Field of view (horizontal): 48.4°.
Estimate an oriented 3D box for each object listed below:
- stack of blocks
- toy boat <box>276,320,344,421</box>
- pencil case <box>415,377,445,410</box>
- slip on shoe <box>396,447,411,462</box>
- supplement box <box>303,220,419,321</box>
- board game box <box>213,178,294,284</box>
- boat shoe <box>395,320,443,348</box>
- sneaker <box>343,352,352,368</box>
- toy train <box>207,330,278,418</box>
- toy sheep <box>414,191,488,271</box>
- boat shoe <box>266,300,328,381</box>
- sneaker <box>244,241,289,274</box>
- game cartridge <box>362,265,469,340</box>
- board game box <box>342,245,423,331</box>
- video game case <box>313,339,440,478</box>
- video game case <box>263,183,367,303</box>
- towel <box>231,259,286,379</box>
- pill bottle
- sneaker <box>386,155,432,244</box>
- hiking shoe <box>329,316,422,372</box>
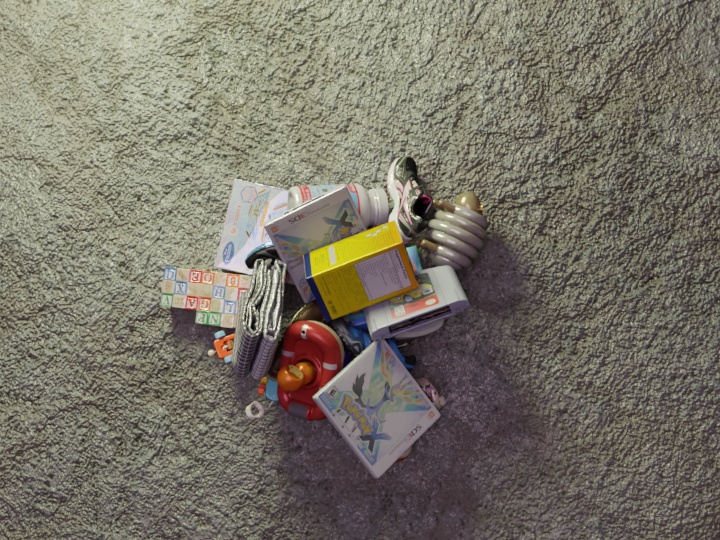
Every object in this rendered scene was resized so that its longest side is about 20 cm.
[{"bbox_3d":[-0.329,0.060,1.745,0.199,0.059,0.115,6,86,8],"label":"stack of blocks"},{"bbox_3d":[-0.114,0.199,1.559,0.130,0.131,0.201,12,100,26],"label":"toy boat"},{"bbox_3d":[0.070,0.287,1.623,0.200,0.078,0.089,-23,36,-21],"label":"pencil case"},{"bbox_3d":[0.016,0.338,1.670,0.200,0.061,0.074,25,54,19],"label":"slip on shoe"},{"bbox_3d":[0.000,0.000,1.584,0.200,0.110,0.109,-20,118,4],"label":"supplement box"},{"bbox_3d":[-0.199,-0.082,1.748,0.199,0.041,0.201,13,87,7],"label":"board game box"},{"bbox_3d":[0.079,0.127,1.681,0.199,0.064,0.071,-13,49,9],"label":"boat shoe"},{"bbox_3d":[-0.069,0.213,1.673,0.069,0.100,0.201,22,89,7],"label":"sneaker"},{"bbox_3d":[-0.228,0.209,1.706,0.150,0.056,0.200,-24,80,-16],"label":"toy train"},{"bbox_3d":[0.191,-0.068,1.650,0.138,0.138,0.200,25,92,9],"label":"toy sheep"},{"bbox_3d":[-0.125,0.142,1.676,0.075,0.075,0.203,32,70,0],"label":"boat shoe"},{"bbox_3d":[-0.145,-0.019,1.679,0.199,0.071,0.083,-2,79,1],"label":"sneaker"},{"bbox_3d":[0.103,0.059,1.578,0.200,0.133,0.041,-20,122,2],"label":"game cartridge"},{"bbox_3d":[0.040,0.044,1.675,0.200,0.045,0.152,-15,58,7],"label":"board game box"},{"bbox_3d":[0.035,0.263,1.545,0.182,0.022,0.200,-40,98,-23],"label":"video game case"},{"bbox_3d":[-0.073,-0.051,1.626,0.182,0.022,0.200,-26,119,0],"label":"video game case"},{"bbox_3d":[-0.203,0.093,1.594,0.085,0.166,0.200,9,51,-9],"label":"towel"},{"bbox_3d":[-0.048,-0.126,1.676,0.199,0.109,0.109,-5,84,-16],"label":"pill bottle"},{"bbox_3d":[0.113,-0.152,1.663,0.086,0.080,0.200,-23,57,38],"label":"sneaker"},{"bbox_3d":[0.025,0.151,1.619,0.200,0.074,0.087,43,76,-11],"label":"hiking shoe"}]
